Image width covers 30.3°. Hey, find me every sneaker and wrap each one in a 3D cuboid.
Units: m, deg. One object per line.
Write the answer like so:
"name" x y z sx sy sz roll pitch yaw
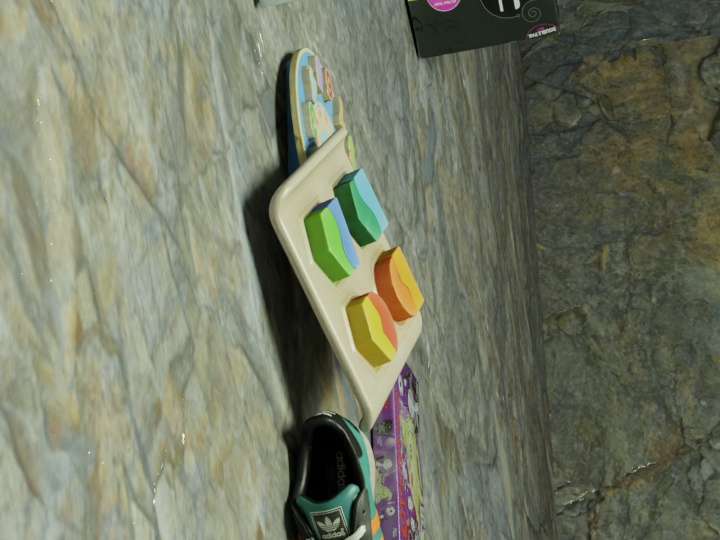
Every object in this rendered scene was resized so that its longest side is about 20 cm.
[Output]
"sneaker" -0.016 0.200 0.969 0.080 0.071 0.201 51 25 -65

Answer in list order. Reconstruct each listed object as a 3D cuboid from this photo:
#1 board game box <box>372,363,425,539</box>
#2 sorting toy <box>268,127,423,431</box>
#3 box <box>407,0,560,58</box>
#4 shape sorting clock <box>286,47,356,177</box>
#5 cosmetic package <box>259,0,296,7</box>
"board game box" 0.037 0.183 1.308 0.120 0.032 0.201 51 33 -59
"sorting toy" 0.000 0.000 1.050 0.185 0.036 0.201 -55 127 -65
"box" 0.167 -0.400 1.843 0.125 0.199 0.149 -80 158 -57
"shape sorting clock" -0.026 -0.096 1.164 0.200 0.039 0.202 -8 90 -78
"cosmetic package" -0.062 -0.324 1.116 0.200 0.051 0.152 -74 151 -62
